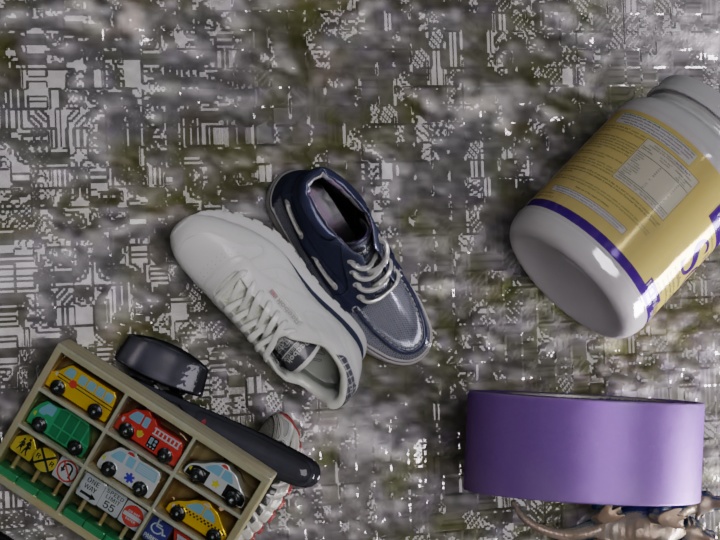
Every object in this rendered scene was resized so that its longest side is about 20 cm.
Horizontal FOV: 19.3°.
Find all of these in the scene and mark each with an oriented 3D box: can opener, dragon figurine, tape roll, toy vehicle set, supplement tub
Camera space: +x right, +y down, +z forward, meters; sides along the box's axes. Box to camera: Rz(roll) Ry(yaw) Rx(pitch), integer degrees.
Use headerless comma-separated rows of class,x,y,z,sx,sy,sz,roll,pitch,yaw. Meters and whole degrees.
can opener,-0.122,0.122,1.691,0.199,0.063,0.079,28,97,17
dragon figurine,0.229,0.224,1.860,0.199,0.099,0.059,-1,92,-1
tape roll,0.186,0.146,1.771,0.199,0.200,0.085,3,89,-20
toy vehicle set,-0.181,0.159,1.665,0.200,0.027,0.125,32,102,6
supplement tub,0.241,-0.056,1.822,0.200,0.145,0.145,-45,104,-15

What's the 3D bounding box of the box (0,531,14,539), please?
box,-0.368,0.232,1.583,0.199,0.164,0.087,5,88,-20

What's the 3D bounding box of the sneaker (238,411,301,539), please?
sneaker,-0.122,0.193,1.721,0.082,0.078,0.200,43,75,-13

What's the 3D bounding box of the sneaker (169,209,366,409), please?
sneaker,-0.075,0.030,1.727,0.200,0.081,0.076,39,119,-13

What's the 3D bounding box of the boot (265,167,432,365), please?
boot,0.000,0.000,1.761,0.073,0.090,0.200,-44,104,-15
